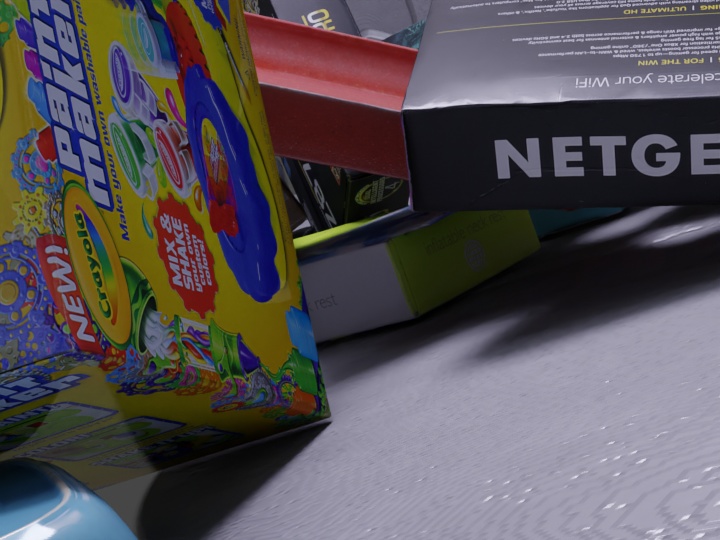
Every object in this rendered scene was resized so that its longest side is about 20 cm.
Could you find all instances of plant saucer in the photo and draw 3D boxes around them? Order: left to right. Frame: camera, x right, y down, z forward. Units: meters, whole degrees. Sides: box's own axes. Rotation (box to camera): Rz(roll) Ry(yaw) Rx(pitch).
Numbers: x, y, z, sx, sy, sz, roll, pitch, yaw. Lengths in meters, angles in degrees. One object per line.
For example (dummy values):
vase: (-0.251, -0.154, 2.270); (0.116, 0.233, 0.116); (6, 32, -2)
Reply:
plant saucer: (0.013, -0.080, 0.760); (0.198, 0.037, 0.200); (11, 16, -16)

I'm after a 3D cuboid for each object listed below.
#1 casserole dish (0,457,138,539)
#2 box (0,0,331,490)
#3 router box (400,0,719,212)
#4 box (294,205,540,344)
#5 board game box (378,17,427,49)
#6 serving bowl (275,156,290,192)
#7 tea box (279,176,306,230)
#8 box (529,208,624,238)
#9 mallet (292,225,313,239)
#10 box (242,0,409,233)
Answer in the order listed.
casserole dish: (-0.121, 0.090, 0.432); (0.120, 0.039, 0.200); (-21, 4, -17)
box: (-0.117, -0.038, 0.535); (0.121, 0.202, 0.192); (-18, -15, 17)
router box: (0.123, -0.085, 0.626); (0.198, 0.051, 0.150); (-1, 35, 13)
box: (0.000, 0.000, 0.828); (0.199, 0.048, 0.122); (-15, 8, 41)
board game box: (0.089, -0.119, 0.925); (0.134, 0.029, 0.200); (12, -8, -21)
serving bowl: (-0.126, 0.001, 1.024); (0.199, 0.066, 0.200); (-27, -19, -10)
tea box: (-0.153, -0.031, 0.831); (0.199, 0.134, 0.197); (-39, 14, 1)
box: (0.134, -0.064, 0.963); (0.082, 0.050, 0.200); (-18, 5, 22)
mallet: (0.014, -0.026, 1.145); (0.199, 0.042, 0.066); (-18, 1, -41)
box: (-0.028, -0.110, 0.964); (0.049, 0.202, 0.162); (-20, -20, -10)
